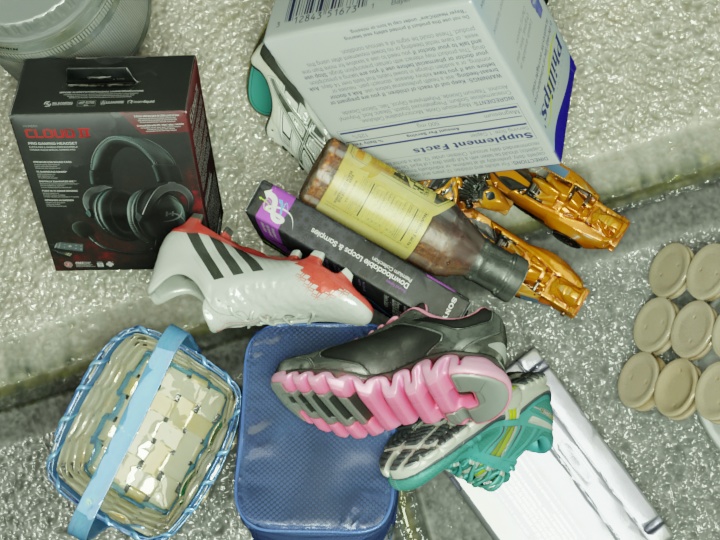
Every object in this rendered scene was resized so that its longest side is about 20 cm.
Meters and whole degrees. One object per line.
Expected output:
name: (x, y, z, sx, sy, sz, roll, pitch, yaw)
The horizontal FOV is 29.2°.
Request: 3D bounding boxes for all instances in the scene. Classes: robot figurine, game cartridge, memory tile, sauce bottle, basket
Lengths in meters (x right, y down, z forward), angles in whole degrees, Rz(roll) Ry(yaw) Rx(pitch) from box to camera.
robot figurine: (0.128, -0.053, 1.213, 0.199, 0.058, 0.146, 31, 83, 7)
game cartridge: (0.160, 0.185, 1.195, 0.129, 0.038, 0.201, -36, 82, 3)
memory tile: (0.293, 0.051, 1.133, 0.017, 0.199, 0.155, 21, 81, -27)
sauce bottle: (0.047, -0.038, 1.151, 0.198, 0.066, 0.067, 29, 85, -9)
basket: (-0.176, 0.131, 1.137, 0.138, 0.200, 0.178, 28, 86, 7)

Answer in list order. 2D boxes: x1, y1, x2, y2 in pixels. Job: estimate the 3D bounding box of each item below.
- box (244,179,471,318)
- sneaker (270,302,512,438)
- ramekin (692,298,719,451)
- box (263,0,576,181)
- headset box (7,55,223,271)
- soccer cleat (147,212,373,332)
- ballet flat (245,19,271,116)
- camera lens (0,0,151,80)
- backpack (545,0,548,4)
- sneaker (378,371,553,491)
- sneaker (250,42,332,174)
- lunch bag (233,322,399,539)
box: (0.000, 0.000, 1.172, 0.198, 0.143, 0.036, 29, 83, 7)
sneaker: (0.026, 0.070, 1.070, 0.197, 0.079, 0.096, -5, 49, 22)
ramekin: (0.382, 0.084, 1.161, 0.199, 0.094, 0.206, -1, 82, 4)
box: (0.054, -0.174, 1.116, 0.182, 0.200, 0.106, -5, 55, 28)
headset box: (-0.203, -0.095, 1.170, 0.146, 0.201, 0.078, -1, 47, 3)
soccer cleat: (-0.083, 0.020, 1.119, 0.198, 0.069, 0.086, 20, 67, 22)
ballet flat: (-0.046, -0.230, 1.233, 0.070, 0.071, 0.202, 29, 121, 7)
camera lens: (-0.274, -0.250, 1.194, 0.157, 0.200, 0.163, 0, 82, 3)
backpack: (0.085, -0.299, 1.176, 0.174, 0.200, 0.155, -18, 77, 2)
sneaker: (0.096, 0.140, 1.109, 0.077, 0.199, 0.081, -9, 96, 45)
sneaker: (-0.037, -0.117, 1.220, 0.087, 0.076, 0.203, -8, 106, 27)
lunch bag: (-0.031, 0.154, 1.159, 0.134, 0.133, 0.203, 3, 70, 4)
